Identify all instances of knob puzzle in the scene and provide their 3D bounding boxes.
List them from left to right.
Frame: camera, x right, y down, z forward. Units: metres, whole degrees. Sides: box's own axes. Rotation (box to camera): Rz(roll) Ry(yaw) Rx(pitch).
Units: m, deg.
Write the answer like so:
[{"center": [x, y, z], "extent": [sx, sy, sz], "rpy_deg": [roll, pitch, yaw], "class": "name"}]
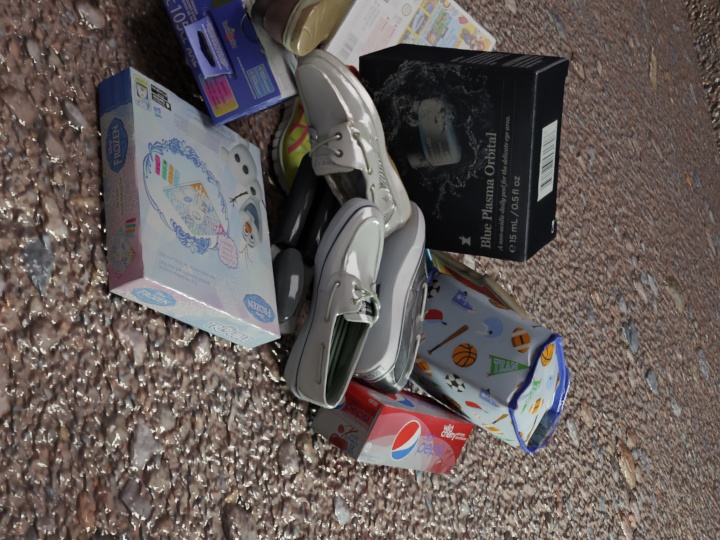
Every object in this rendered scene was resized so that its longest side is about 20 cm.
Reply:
[{"center": [0.161, 0.083, 1.621], "extent": [0.030, 0.219, 0.221], "rpy_deg": [-38, 114, -18], "class": "knob puzzle"}]

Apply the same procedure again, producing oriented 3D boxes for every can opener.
[{"center": [-0.053, -0.031, 1.363], "extent": [0.053, 0.067, 0.202], "rpy_deg": [31, 61, -24], "class": "can opener"}]

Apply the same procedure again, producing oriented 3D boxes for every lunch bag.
[{"center": [0.135, 0.107, 1.525], "extent": [0.124, 0.169, 0.201], "rpy_deg": [-53, 154, -16], "class": "lunch bag"}]

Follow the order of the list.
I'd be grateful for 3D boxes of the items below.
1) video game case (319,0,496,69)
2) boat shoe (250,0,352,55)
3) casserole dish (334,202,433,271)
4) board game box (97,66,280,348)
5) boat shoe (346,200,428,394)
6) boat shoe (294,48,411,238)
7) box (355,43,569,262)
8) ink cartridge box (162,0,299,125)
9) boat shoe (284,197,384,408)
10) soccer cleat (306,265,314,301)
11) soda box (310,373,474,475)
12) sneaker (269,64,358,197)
[{"center": [0.050, -0.249, 1.633], "extent": [0.181, 0.023, 0.202], "rpy_deg": [38, 69, -21], "class": "video game case"}, {"center": [-0.052, -0.251, 1.314], "extent": [0.064, 0.073, 0.200], "rpy_deg": [28, 23, 3], "class": "boat shoe"}, {"center": [0.023, -0.036, 1.585], "extent": [0.201, 0.038, 0.122], "rpy_deg": [56, 30, -30], "class": "casserole dish"}, {"center": [-0.152, -0.051, 1.251], "extent": [0.199, 0.043, 0.202], "rpy_deg": [30, 46, -54], "class": "board game box"}, {"center": [0.038, 0.027, 1.406], "extent": [0.068, 0.071, 0.202], "rpy_deg": [41, 47, -41], "class": "boat shoe"}, {"center": [-0.016, -0.115, 1.355], "extent": [0.069, 0.070, 0.202], "rpy_deg": [-41, 112, -35], "class": "boat shoe"}, {"center": [0.104, -0.127, 1.471], "extent": [0.117, 0.197, 0.200], "rpy_deg": [-31, 126, -61], "class": "box"}, {"center": [-0.120, -0.216, 1.325], "extent": [0.200, 0.075, 0.138], "rpy_deg": [-62, 130, -80], "class": "ink cartridge box"}, {"center": [-0.009, 0.035, 1.332], "extent": [0.073, 0.066, 0.203], "rpy_deg": [9, 100, -42], "class": "boat shoe"}, {"center": [0.000, 0.000, 1.481], "extent": [0.199, 0.069, 0.088], "rpy_deg": [25, 52, -55], "class": "soccer cleat"}, {"center": [0.037, 0.160, 1.427], "extent": [0.199, 0.070, 0.064], "rpy_deg": [20, 98, -57], "class": "soda box"}, {"center": [-0.038, -0.145, 1.480], "extent": [0.078, 0.089, 0.202], "rpy_deg": [43, 40, -46], "class": "sneaker"}]
